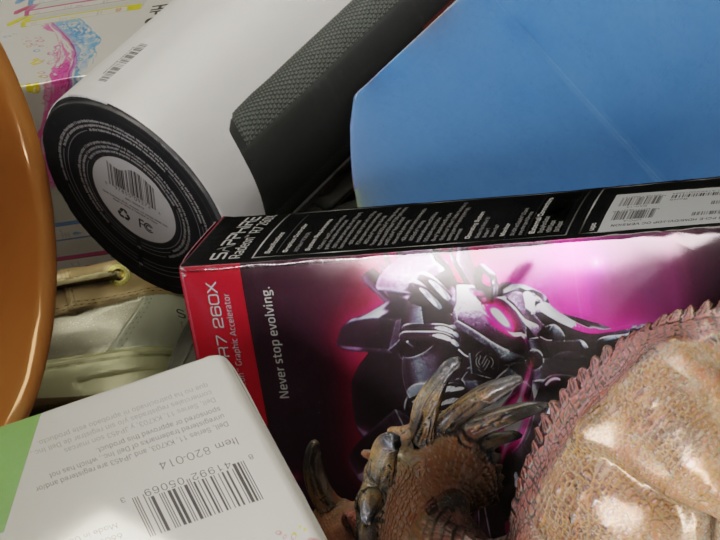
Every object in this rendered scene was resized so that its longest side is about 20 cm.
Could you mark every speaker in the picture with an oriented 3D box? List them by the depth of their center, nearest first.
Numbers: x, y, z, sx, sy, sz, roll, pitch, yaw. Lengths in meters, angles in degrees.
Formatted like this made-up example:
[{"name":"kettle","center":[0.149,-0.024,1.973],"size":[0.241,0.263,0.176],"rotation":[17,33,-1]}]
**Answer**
[{"name":"speaker","center":[-0.013,-0.083,0.921],"size":[0.081,0.081,0.200],"rotation":[11,46,42]}]

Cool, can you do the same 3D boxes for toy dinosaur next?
[{"name":"toy dinosaur","center":[0.072,0.054,0.726],"size":[0.200,0.136,0.086],"rotation":[-45,-8,17]}]

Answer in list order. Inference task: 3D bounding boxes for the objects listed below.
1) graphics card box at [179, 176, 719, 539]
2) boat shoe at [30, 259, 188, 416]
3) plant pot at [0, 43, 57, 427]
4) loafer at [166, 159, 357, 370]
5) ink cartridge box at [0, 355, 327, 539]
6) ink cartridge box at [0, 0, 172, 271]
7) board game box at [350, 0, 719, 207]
[{"name":"graphics card box","center":[0.054,0.042,0.796],"size":[0.199,0.126,0.051],"rotation":[-4,18,16]},{"name":"boat shoe","center":[-0.152,0.034,0.958],"size":[0.199,0.074,0.067],"rotation":[-4,63,-2]},{"name":"plant pot","center":[-0.210,-0.008,0.844],"size":[0.140,0.200,0.200],"rotation":[-11,21,31]},{"name":"loafer","center":[0.000,0.000,0.923],"size":[0.200,0.070,0.070],"rotation":[-55,12,-25]},{"name":"ink cartridge box","center":[-0.049,0.123,0.695],"size":[0.117,0.067,0.200],"rotation":[-18,45,-13]},{"name":"ink cartridge box","center":[-0.088,-0.039,1.044],"size":[0.199,0.126,0.129],"rotation":[-9,24,9]},{"name":"board game box","center":[0.085,-0.033,0.916],"size":[0.200,0.158,0.039],"rotation":[-44,3,-21]}]
